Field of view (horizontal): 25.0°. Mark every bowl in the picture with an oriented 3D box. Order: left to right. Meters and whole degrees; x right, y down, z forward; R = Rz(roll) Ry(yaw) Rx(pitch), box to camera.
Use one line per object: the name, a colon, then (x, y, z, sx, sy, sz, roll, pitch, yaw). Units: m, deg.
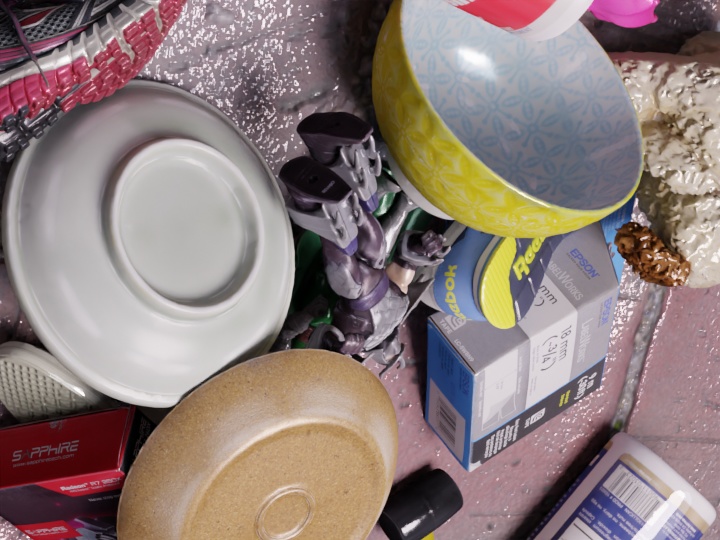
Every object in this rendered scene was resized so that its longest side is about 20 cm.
bowl: (0.078, -0.094, 1.073, 0.199, 0.202, 0.108, 4, 147, -38)

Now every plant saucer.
plant saucer: (-0.113, -0.021, 0.964, 0.199, 0.050, 0.202, 10, 73, -36)
plant saucer: (-0.054, 0.145, 1.015, 0.199, 0.035, 0.202, -17, 127, -24)

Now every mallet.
mallet: (0.067, 0.240, 1.330, 0.066, 0.041, 0.201, -37, 136, -17)

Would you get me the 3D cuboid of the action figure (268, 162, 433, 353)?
action figure: (-0.020, 0.023, 1.131, 0.118, 0.055, 0.201, 18, 107, -44)

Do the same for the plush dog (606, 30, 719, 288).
plush dog: (0.258, -0.072, 1.183, 0.199, 0.160, 0.174, -17, 116, -42)

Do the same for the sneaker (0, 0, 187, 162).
sneaker: (-0.175, -0.132, 0.916, 0.199, 0.075, 0.081, -37, 173, -28)

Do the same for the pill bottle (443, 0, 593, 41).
pill bottle: (0.051, -0.226, 0.985, 0.199, 0.112, 0.113, 21, 102, -26)

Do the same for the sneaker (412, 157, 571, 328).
sneaker: (0.104, -0.040, 1.163, 0.200, 0.082, 0.074, -50, 127, -40)

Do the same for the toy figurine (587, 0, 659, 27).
toy figurine: (0.212, -0.248, 1.112, 0.182, 0.150, 0.202, -15, 101, -18)

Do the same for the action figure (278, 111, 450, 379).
action figure: (0.000, 0.000, 1.039, 0.131, 0.069, 0.201, -56, 144, -33)

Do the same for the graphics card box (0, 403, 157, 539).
graphics card box: (-0.146, 0.165, 1.069, 0.200, 0.124, 0.051, 49, 39, -43)

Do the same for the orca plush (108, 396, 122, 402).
orca plush: (-0.112, 0.042, 1.025, 0.201, 0.071, 0.106, 56, 41, -37)

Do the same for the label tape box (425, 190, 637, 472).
label tape box: (0.145, 0.047, 1.228, 0.199, 0.063, 0.145, -30, 149, -18)

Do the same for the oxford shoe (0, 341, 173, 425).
oxford shoe: (-0.161, 0.093, 1.064, 0.200, 0.075, 0.058, 36, 52, -35)

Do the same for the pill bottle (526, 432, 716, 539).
pill bottle: (0.198, 0.246, 1.375, 0.200, 0.111, 0.111, -49, 133, -2)
